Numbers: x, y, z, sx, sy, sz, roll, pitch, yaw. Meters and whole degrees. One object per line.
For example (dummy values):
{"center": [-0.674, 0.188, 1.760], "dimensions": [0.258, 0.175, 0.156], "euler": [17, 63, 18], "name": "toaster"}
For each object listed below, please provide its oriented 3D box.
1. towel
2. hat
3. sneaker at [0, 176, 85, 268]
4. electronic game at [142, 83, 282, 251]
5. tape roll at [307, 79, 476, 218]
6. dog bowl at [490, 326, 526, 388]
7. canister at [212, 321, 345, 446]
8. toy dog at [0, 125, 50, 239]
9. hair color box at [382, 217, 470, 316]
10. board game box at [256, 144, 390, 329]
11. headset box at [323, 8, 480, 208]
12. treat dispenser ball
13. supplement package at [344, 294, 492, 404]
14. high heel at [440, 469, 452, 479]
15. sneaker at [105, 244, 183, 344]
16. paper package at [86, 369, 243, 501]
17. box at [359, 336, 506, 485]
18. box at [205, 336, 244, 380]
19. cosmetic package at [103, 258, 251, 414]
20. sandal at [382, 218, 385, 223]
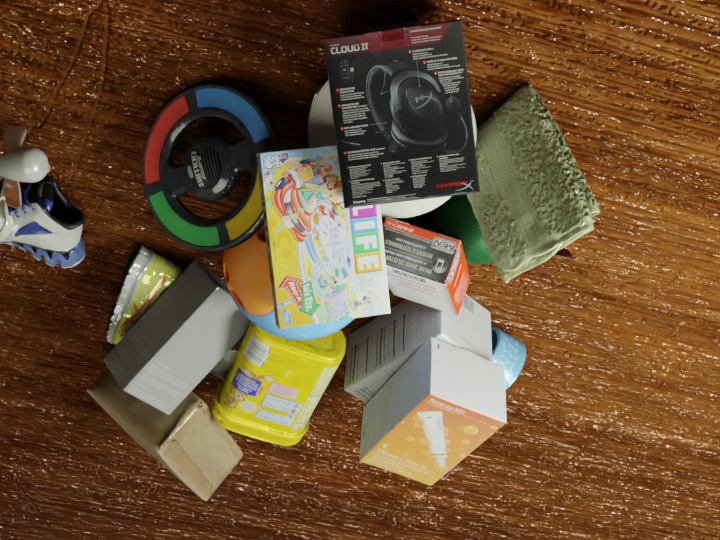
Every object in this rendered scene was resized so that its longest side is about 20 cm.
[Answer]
{"center": [0.185, -0.102, 1.093], "dimensions": [0.036, 0.201, 0.148], "euler": [8, 145, -45], "name": "towel"}
{"center": [0.156, -0.019, 1.186], "dimensions": [0.164, 0.177, 0.201], "euler": [6, 137, -3], "name": "hat"}
{"center": [-0.461, -0.083, 1.269], "dimensions": [0.198, 0.081, 0.115], "euler": [14, 133, -19], "name": "sneaker"}
{"center": [-0.180, -0.123, 1.130], "dimensions": [0.199, 0.201, 0.042], "euler": [-20, 174, 25], "name": "electronic game"}
{"center": [0.036, -0.159, 1.109], "dimensions": [0.201, 0.037, 0.204], "euler": [7, 121, 12], "name": "tape roll"}
{"center": [0.157, 0.154, 1.424], "dimensions": [0.050, 0.112, 0.200], "euler": [41, 128, -21], "name": "dog bowl"}
{"center": [-0.119, 0.154, 1.372], "dimensions": [0.148, 0.087, 0.201], "euler": [19, 130, -12], "name": "canister"}
{"center": [-0.470, -0.126, 1.198], "dimensions": [0.199, 0.096, 0.133], "euler": [25, 100, 21], "name": "toy dog"}
{"center": [0.083, -0.001, 1.217], "dimensions": [0.101, 0.062, 0.200], "euler": [19, 171, 13], "name": "hair color box"}
{"center": [-0.042, -0.042, 1.085], "dimensions": [0.133, 0.034, 0.202], "euler": [-8, 98, -12], "name": "board game box"}
{"center": [0.045, -0.176, 1.013], "dimensions": [0.148, 0.077, 0.202], "euler": [-7, 97, 7], "name": "headset box"}
{"center": [-0.076, -0.013, 1.202], "dimensions": [0.199, 0.202, 0.202], "euler": [3, 137, 3], "name": "treat dispenser ball"}
{"center": [0.083, 0.119, 1.391], "dimensions": [0.114, 0.110, 0.200], "euler": [36, 129, -28], "name": "supplement package"}
{"center": [0.158, 0.255, 1.537], "dimensions": [0.067, 0.096, 0.201], "euler": [14, 137, -8], "name": "high heel"}
{"center": [-0.318, 0.052, 1.389], "dimensions": [0.090, 0.079, 0.200], "euler": [18, 135, -16], "name": "sneaker"}
{"center": [-0.305, 0.242, 1.488], "dimensions": [0.199, 0.104, 0.191], "euler": [29, 156, 35], "name": "paper package"}
{"center": [0.099, 0.203, 1.326], "dimensions": [0.124, 0.098, 0.200], "euler": [22, 134, -17], "name": "box"}
{"center": [-0.197, 0.123, 1.456], "dimensions": [0.198, 0.069, 0.083], "euler": [5, 136, 1], "name": "box"}
{"center": [-0.254, 0.096, 1.344], "dimensions": [0.200, 0.090, 0.107], "euler": [-48, 137, -3], "name": "cosmetic package"}
{"center": [0.000, 0.000, 1.331], "dimensions": [0.075, 0.045, 0.200], "euler": [22, 120, -24], "name": "sandal"}
